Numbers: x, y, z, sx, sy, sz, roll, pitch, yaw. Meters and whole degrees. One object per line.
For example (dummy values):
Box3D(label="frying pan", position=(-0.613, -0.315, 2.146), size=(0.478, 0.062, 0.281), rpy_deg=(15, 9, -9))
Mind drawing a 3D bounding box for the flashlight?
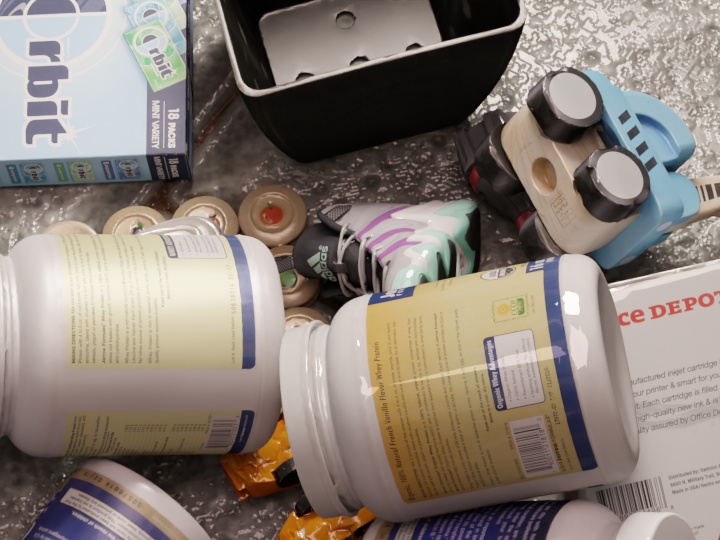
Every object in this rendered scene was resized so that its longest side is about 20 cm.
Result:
Box3D(label="flashlight", position=(0.127, -0.016, 1.785), size=(0.068, 0.068, 0.200), rpy_deg=(-18, 64, -5))

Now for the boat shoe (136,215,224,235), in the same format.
Box3D(label="boat shoe", position=(-0.181, 0.018, 1.765), size=(0.200, 0.070, 0.071), rpy_deg=(-29, 67, -10))

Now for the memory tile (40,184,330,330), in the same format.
Box3D(label="memory tile", position=(-0.125, 0.018, 1.810), size=(0.200, 0.017, 0.154), rpy_deg=(-11, 64, -2))

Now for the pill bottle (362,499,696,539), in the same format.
Box3D(label="pill bottle", position=(0.105, 0.200, 1.593), size=(0.200, 0.116, 0.116), rpy_deg=(-6, 61, 31))

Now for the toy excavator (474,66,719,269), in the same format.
Box3D(label="toy excavator", position=(0.209, -0.055, 1.753), size=(0.200, 0.100, 0.195), rpy_deg=(-17, 71, -35))

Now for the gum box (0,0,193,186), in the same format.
Box3D(label="gum box", position=(-0.223, -0.146, 1.877), size=(0.200, 0.045, 0.170), rpy_deg=(-3, 64, 2))

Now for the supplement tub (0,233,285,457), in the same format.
Box3D(label="supplement tub", position=(-0.158, 0.049, 1.669), size=(0.200, 0.145, 0.145), rpy_deg=(0, 64, -15))

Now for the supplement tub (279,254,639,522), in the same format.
Box3D(label="supplement tub", position=(0.062, 0.076, 1.580), size=(0.200, 0.144, 0.145), rpy_deg=(-11, 64, 11))

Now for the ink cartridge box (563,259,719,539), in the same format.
Box3D(label="ink cartridge box", position=(0.199, 0.104, 1.681), size=(0.144, 0.084, 0.200), rpy_deg=(-13, 86, -3))

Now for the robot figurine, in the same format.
Box3D(label="robot figurine", position=(0.015, 0.121, 1.731), size=(0.200, 0.058, 0.145), rpy_deg=(-28, 67, -9))

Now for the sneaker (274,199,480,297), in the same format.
Box3D(label="sneaker", position=(0.000, 0.000, 1.740), size=(0.140, 0.200, 0.078), rpy_deg=(2, 102, 11))

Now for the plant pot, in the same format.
Box3D(label="plant pot", position=(-0.006, -0.188, 1.813), size=(0.199, 0.177, 0.200), rpy_deg=(-15, 66, -5))

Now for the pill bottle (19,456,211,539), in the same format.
Box3D(label="pill bottle", position=(-0.193, 0.229, 1.661), size=(0.111, 0.111, 0.200), rpy_deg=(31, 70, 16))
